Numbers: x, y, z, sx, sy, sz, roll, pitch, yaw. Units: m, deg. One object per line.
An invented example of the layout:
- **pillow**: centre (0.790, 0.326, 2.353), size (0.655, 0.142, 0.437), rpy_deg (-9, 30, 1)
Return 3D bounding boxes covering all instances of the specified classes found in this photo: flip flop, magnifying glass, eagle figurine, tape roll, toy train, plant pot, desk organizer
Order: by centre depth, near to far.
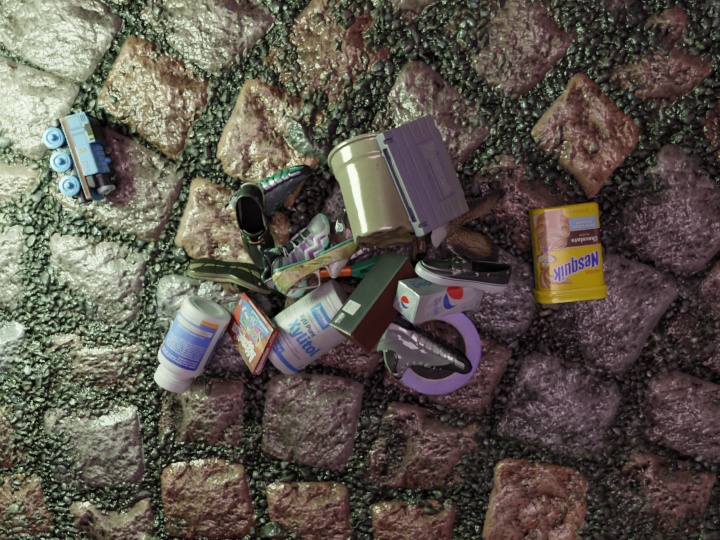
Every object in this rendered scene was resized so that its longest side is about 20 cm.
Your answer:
- **plant pot**: centre (0.042, -0.148, 1.029), size (0.199, 0.200, 0.185), rpy_deg (-7, 77, 4)
- **desk organizer**: centre (0.035, 0.063, 1.050), size (0.200, 0.072, 0.077), rpy_deg (-52, 131, -16)
- **eagle figurine**: centre (0.215, -0.096, 1.083), size (0.199, 0.152, 0.152), rpy_deg (3, 63, 0)
- **magnifying glass**: centre (0.000, 0.000, 1.128), size (0.199, 0.080, 0.022), rpy_deg (-2, 51, -6)
- **tape roll**: centre (0.162, 0.167, 1.140), size (0.199, 0.085, 0.201), rpy_deg (0, 97, 4)
- **toy train**: centre (-0.618, -0.248, 1.140), size (0.114, 0.087, 0.201), rpy_deg (-17, 95, -1)
- **flip flop**: centre (-0.292, 0.021, 1.159), size (0.199, 0.081, 0.058), rpy_deg (9, 121, 0)

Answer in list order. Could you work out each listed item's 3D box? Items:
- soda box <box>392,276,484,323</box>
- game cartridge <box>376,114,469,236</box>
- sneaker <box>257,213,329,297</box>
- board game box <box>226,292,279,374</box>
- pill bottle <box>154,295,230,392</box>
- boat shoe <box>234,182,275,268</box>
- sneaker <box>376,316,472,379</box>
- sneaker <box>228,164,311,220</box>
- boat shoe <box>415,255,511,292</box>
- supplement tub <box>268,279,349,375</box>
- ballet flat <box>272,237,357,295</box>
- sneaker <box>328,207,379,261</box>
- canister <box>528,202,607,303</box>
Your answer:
- **soda box**: centre (0.166, 0.050, 1.055), size (0.199, 0.068, 0.064), rpy_deg (-8, 122, -36)
- **game cartridge**: centre (0.120, -0.180, 0.963), size (0.129, 0.038, 0.201), rpy_deg (-28, 99, -31)
- **sneaker**: centre (-0.156, -0.044, 1.108), size (0.139, 0.078, 0.201), rpy_deg (19, 98, -37)
- **board game box**: centre (-0.238, 0.131, 1.114), size (0.019, 0.200, 0.103), rpy_deg (20, 99, -35)
- **pill bottle**: centre (-0.386, 0.169, 1.157), size (0.112, 0.112, 0.201), rpy_deg (29, 97, 0)
- **boat shoe**: centre (-0.232, -0.087, 1.115), size (0.073, 0.063, 0.202), rpy_deg (-2, 123, 3)
- **sneaker**: centre (0.125, 0.189, 1.073), size (0.199, 0.075, 0.116), rpy_deg (29, 102, 10)
- **sneaker**: centre (-0.188, -0.166, 1.140), size (0.199, 0.075, 0.088), rpy_deg (-20, 111, 13)
- **boat shoe**: centre (0.211, -0.003, 1.041), size (0.199, 0.069, 0.057), rpy_deg (9, 118, -10)
- **supplement tub**: centre (-0.109, 0.125, 1.127), size (0.200, 0.132, 0.132), rpy_deg (-35, 93, 7)
- **ballet flat**: centre (-0.084, -0.004, 1.074), size (0.199, 0.071, 0.071), rpy_deg (-23, 95, -7)
- **sneaker**: centre (0.014, -0.098, 1.125), size (0.199, 0.076, 0.116), rpy_deg (-22, 92, 6)
- **canister**: centre (0.443, -0.039, 1.101), size (0.148, 0.087, 0.201), rpy_deg (-7, 94, 4)
